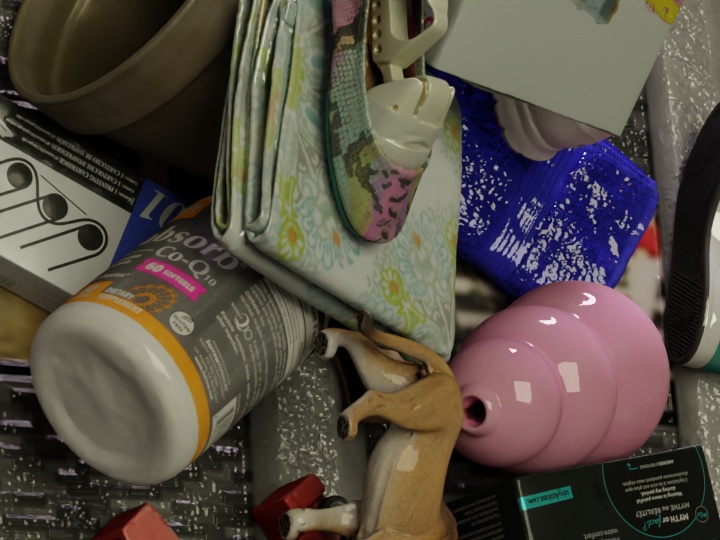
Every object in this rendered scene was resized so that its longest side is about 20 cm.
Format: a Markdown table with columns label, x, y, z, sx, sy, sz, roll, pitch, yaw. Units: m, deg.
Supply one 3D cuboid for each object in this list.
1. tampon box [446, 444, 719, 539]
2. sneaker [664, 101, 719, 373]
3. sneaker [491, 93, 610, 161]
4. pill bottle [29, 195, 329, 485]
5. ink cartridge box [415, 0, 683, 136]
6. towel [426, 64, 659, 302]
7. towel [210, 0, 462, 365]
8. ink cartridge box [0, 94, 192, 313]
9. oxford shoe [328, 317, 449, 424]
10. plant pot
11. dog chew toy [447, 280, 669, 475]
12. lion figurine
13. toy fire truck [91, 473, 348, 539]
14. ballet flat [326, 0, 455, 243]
| label | x | y | z | sx | sy | sz | roll | pitch | yaw |
| --- | --- | --- | --- | --- | --- | --- | --- | --- | --- |
| tampon box | 0.144 | 0.228 | 1.623 | 0.149 | 0.126 | 0.201 | -6 | 78 | -31 |
| sneaker | 0.287 | -0.017 | 1.813 | 0.120 | 0.084 | 0.201 | 17 | 74 | -20 |
| sneaker | 0.118 | -0.170 | 1.676 | 0.074 | 0.087 | 0.201 | -42 | 117 | -43 |
| pill bottle | -0.088 | 0.026 | 1.500 | 0.117 | 0.116 | 0.200 | 53 | 47 | -5 |
| ink cartridge box | 0.109 | -0.207 | 1.538 | 0.144 | 0.145 | 0.201 | 18 | 104 | -30 |
| towel | 0.104 | -0.064 | 1.743 | 0.200 | 0.050 | 0.148 | 37 | 58 | -15 |
| towel | -0.008 | -0.056 | 1.495 | 0.200 | 0.048 | 0.172 | 32 | 56 | -46 |
| ink cartridge box | -0.163 | -0.018 | 1.572 | 0.199 | 0.044 | 0.094 | 30 | 63 | -20 |
| oxford shoe | 0.000 | 0.000 | 1.649 | 0.071 | 0.071 | 0.201 | -10 | 81 | -29 |
| plant pot | -0.087 | -0.136 | 1.588 | 0.173 | 0.199 | 0.201 | 40 | 57 | -34 |
| dog chew toy | 0.114 | 0.074 | 1.631 | 0.200 | 0.124 | 0.125 | -12 | 79 | -61 |
| lion figurine | 0.024 | 0.116 | 1.504 | 0.122 | 0.072 | 0.201 | 3 | 113 | -32 |
| toy fire truck | -0.052 | 0.200 | 1.563 | 0.141 | 0.049 | 0.200 | -40 | 97 | -33 |
| ballet flat | 0.018 | -0.118 | 1.449 | 0.069 | 0.071 | 0.201 | 15 | 67 | -49 |
